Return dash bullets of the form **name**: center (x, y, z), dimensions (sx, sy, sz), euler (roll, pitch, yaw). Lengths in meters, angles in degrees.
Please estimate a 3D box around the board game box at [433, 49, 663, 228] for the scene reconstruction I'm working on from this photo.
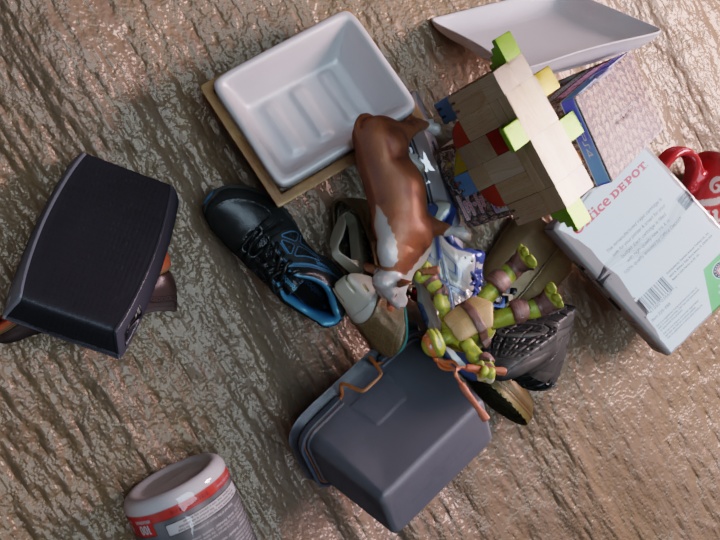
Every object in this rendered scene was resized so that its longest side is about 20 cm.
- **board game box**: center (0.211, -0.146, 1.243), dimensions (0.159, 0.198, 0.098), euler (-39, 106, -45)

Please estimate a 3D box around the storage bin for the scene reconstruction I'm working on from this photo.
- **storage bin**: center (0.042, 0.172, 1.205), dimensions (0.199, 0.134, 0.147), euler (-41, 141, -18)

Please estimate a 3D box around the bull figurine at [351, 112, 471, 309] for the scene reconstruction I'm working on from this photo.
- **bull figurine**: center (0.046, -0.066, 1.139), dimensions (0.120, 0.065, 0.204), euler (-10, 88, -45)

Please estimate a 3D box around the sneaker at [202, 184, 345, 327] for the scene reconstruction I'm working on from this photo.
- **sneaker**: center (-0.087, -0.017, 1.200), dimensions (0.199, 0.082, 0.073), euler (39, 104, -16)

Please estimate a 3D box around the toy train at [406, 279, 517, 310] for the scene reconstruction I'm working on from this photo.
- **toy train**: center (0.084, 0.025, 1.277), dimensions (0.196, 0.034, 0.047), euler (5, 77, -5)

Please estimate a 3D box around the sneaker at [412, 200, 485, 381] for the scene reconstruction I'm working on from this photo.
- **sneaker**: center (0.105, 0.019, 1.212), dimensions (0.087, 0.075, 0.203), euler (-28, 83, 14)

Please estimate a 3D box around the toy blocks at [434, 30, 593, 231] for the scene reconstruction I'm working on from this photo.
- **toy blocks**: center (0.146, -0.124, 1.144), dimensions (0.099, 0.136, 0.202), euler (-35, 98, -34)

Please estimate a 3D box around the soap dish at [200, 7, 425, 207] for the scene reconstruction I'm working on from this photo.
- **soap dish**: center (-0.052, -0.173, 1.202), dimensions (0.198, 0.081, 0.158), euler (-32, 79, -19)

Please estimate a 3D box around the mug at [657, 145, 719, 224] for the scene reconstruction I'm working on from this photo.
- **mug**: center (0.408, -0.045, 1.401), dimensions (0.177, 0.133, 0.201), euler (38, 81, 3)

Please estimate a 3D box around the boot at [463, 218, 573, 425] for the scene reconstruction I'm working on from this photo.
- **boot**: center (0.197, 0.058, 1.337), dimensions (0.175, 0.066, 0.201), euler (46, 73, -17)

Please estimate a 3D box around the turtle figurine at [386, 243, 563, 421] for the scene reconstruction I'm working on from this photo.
- **turtle figurine**: center (0.127, 0.055, 1.142), dimensions (0.160, 0.201, 0.065), euler (-29, 144, -7)

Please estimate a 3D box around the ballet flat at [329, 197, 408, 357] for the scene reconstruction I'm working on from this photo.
- **ballet flat**: center (0.000, 0.000, 1.208), dimensions (0.072, 0.068, 0.203), euler (21, 47, -38)

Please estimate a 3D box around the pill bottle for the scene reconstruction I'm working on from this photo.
- **pill bottle**: center (-0.160, 0.307, 1.163), dimensions (0.115, 0.116, 0.203), euler (-25, 99, -20)

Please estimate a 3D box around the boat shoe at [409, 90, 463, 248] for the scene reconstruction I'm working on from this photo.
- **boat shoe**: center (0.065, -0.101, 1.282), dimensions (0.067, 0.072, 0.203), euler (-17, 98, 15)

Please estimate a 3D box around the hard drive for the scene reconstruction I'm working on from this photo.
- **hard drive**: center (-0.262, -0.023, 1.102), dimensions (0.133, 0.042, 0.202), euler (20, 55, -9)

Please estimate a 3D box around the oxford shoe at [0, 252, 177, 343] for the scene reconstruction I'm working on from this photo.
- **oxford shoe**: center (-0.280, 0.044, 1.138), dimensions (0.197, 0.071, 0.074), euler (-20, 103, -21)

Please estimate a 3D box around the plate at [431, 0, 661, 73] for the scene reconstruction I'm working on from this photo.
- **plate**: center (0.212, -0.272, 1.284), dimensions (0.197, 0.199, 0.033), euler (-18, 123, -21)

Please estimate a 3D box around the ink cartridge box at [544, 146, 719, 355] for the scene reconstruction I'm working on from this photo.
- **ink cartridge box**: center (0.333, -0.027, 1.287), dimensions (0.146, 0.084, 0.200), euler (-43, 90, 2)

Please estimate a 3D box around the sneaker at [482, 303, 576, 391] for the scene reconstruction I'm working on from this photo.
- **sneaker**: center (0.193, 0.097, 1.228), dimensions (0.199, 0.075, 0.093), euler (-21, 114, -56)
